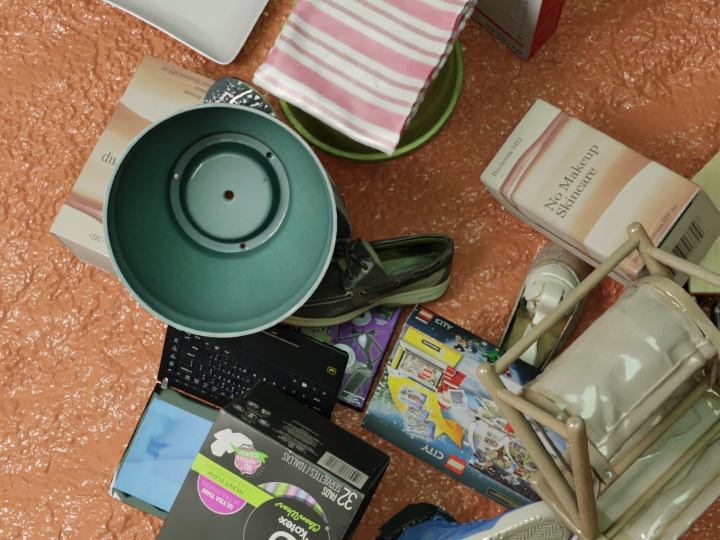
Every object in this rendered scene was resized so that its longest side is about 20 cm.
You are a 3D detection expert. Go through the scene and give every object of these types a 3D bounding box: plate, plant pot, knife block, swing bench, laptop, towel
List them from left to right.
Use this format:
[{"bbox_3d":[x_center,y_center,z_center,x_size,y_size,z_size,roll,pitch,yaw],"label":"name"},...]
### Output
[{"bbox_3d":[-0.170,-0.332,1.482,0.199,0.032,0.201,28,77,8],"label":"plate"},{"bbox_3d":[-0.126,0.143,1.327,0.176,0.201,0.104,22,38,6],"label":"laptop"},{"bbox_3d":[-0.120,-0.056,1.270,0.198,0.134,0.202,0,104,-1],"label":"plant pot"},{"bbox_3d":[0.006,-0.228,1.376,0.198,0.184,0.203,0,77,1],"label":"plant pot"},{"bbox_3d":[0.010,-0.218,1.264,0.145,0.030,0.201,27,78,8],"label":"towel"},{"bbox_3d":[0.232,0.109,1.182,0.199,0.201,0.129,-40,37,-16],"label":"swing bench"},{"bbox_3d":[0.355,-0.001,1.377,0.200,0.064,0.176,-43,80,-9],"label":"knife block"}]

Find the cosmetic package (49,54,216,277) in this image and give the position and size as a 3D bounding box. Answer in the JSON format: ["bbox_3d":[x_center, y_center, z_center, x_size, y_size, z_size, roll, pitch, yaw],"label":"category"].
[{"bbox_3d":[-0.203,-0.093,1.388,0.103,0.087,0.201,21,77,17],"label":"cosmetic package"}]

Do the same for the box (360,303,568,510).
[{"bbox_3d":[0.111,0.135,1.315,0.199,0.137,0.038,29,38,7],"label":"box"}]

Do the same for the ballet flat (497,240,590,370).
[{"bbox_3d":[0.171,0.053,1.364,0.068,0.067,0.201,23,77,7],"label":"ballet flat"}]

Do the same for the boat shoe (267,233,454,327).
[{"bbox_3d":[0.001,0.001,1.343,0.199,0.066,0.072,-9,43,-28],"label":"boat shoe"}]

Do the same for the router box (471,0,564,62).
[{"bbox_3d":[0.112,-0.315,1.398,0.200,0.180,0.049,42,81,9],"label":"router box"}]

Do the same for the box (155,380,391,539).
[{"bbox_3d":[-0.088,0.228,1.262,0.148,0.124,0.201,30,103,7],"label":"box"}]

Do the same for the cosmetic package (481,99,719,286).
[{"bbox_3d":[0.224,-0.065,1.329,0.199,0.087,0.104,34,87,38],"label":"cosmetic package"}]

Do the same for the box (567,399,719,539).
[{"bbox_3d":[0.252,0.213,1.299,0.060,0.117,0.200,39,81,10],"label":"box"}]

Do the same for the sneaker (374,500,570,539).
[{"bbox_3d":[0.090,0.239,1.288,0.199,0.077,0.112,-36,36,14],"label":"sneaker"}]

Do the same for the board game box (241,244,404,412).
[{"bbox_3d":[-0.067,0.045,1.392,0.198,0.032,0.121,21,73,6],"label":"board game box"}]

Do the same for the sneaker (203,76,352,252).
[{"bbox_3d":[-0.082,-0.102,1.375,0.077,0.086,0.201,-31,107,14],"label":"sneaker"}]
